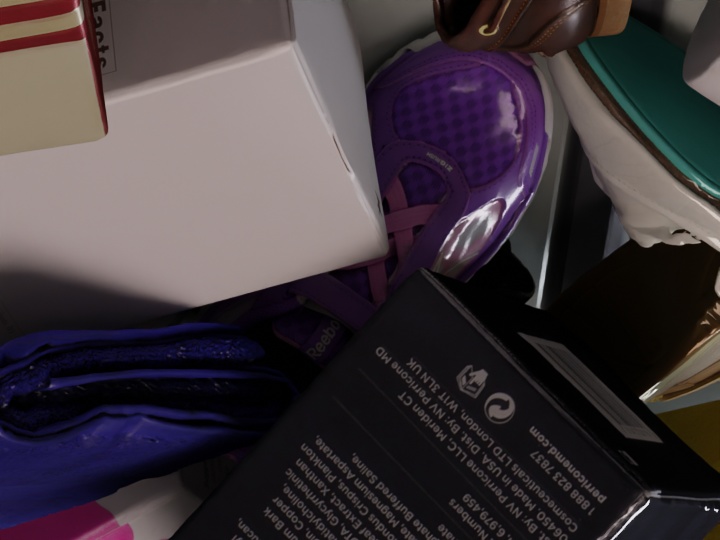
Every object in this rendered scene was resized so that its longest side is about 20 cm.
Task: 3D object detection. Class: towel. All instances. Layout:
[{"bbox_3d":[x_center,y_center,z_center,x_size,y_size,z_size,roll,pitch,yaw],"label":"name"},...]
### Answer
[{"bbox_3d":[-0.139,0.060,1.036,0.200,0.050,0.147,-21,164,41],"label":"towel"}]

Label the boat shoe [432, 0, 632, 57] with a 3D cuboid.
[{"bbox_3d":[0.060,-0.143,0.966,0.070,0.071,0.200,-7,141,-8],"label":"boat shoe"}]

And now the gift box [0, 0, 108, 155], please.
[{"bbox_3d":[-0.183,-0.141,0.839,0.186,0.185,0.200,-10,147,-2],"label":"gift box"}]

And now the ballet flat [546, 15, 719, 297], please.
[{"bbox_3d":[0.139,-0.021,1.079,0.200,0.070,0.069,35,130,-4],"label":"ballet flat"}]

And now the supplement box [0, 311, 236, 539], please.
[{"bbox_3d":[-0.055,0.114,1.232,0.101,0.104,0.200,-28,138,24],"label":"supplement box"}]

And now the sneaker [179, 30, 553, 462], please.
[{"bbox_3d":[0.000,0.000,1.076,0.080,0.088,0.200,38,105,-6],"label":"sneaker"}]

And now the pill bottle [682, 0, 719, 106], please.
[{"bbox_3d":[0.222,-0.055,1.033,0.200,0.115,0.114,31,131,-7],"label":"pill bottle"}]

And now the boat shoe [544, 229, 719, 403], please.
[{"bbox_3d":[0.158,-0.008,1.157,0.200,0.074,0.066,-32,165,22],"label":"boat shoe"}]

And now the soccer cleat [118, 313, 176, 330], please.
[{"bbox_3d":[-0.096,-0.001,1.124,0.200,0.070,0.086,-32,152,29],"label":"soccer cleat"}]

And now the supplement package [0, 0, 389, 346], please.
[{"bbox_3d":[-0.105,-0.058,0.998,0.199,0.120,0.121,-15,142,8],"label":"supplement package"}]

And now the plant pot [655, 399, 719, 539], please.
[{"bbox_3d":[0.156,0.167,1.255,0.199,0.200,0.177,-15,124,31],"label":"plant pot"}]

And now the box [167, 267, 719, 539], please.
[{"bbox_3d":[0.019,0.114,1.056,0.200,0.117,0.197,-48,164,7],"label":"box"}]

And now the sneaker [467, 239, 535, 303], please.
[{"bbox_3d":[0.034,0.051,1.192,0.115,0.076,0.201,-23,137,19],"label":"sneaker"}]
